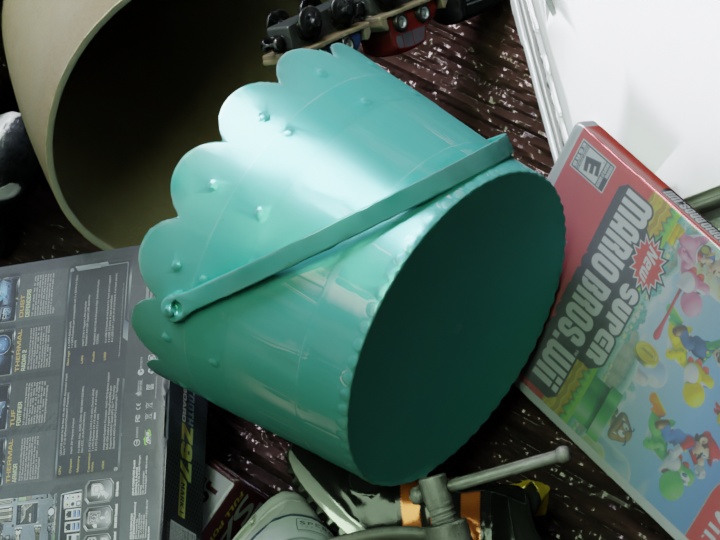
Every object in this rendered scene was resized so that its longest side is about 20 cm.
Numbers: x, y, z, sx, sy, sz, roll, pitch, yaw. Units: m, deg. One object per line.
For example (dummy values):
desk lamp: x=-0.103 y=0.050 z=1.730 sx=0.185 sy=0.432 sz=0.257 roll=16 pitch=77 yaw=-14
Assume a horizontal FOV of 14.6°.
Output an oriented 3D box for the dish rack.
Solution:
dish rack: x=0.169 y=-0.118 z=1.494 sx=0.171 sy=0.044 sz=0.201 roll=-20 pitch=66 yaw=16

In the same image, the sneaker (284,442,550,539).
sneaker: x=0.053 y=0.133 z=1.457 sx=0.200 sy=0.070 sz=0.090 roll=40 pitch=86 yaw=24

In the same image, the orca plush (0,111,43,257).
orca plush: x=-0.241 y=-0.024 z=1.639 sx=0.200 sy=0.071 sz=0.105 roll=-32 pitch=16 yaw=27

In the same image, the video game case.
video game case: x=0.150 y=0.039 z=1.434 sx=0.200 sy=0.017 sz=0.143 roll=44 pitch=122 yaw=29

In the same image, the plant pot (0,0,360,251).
plant pot: x=-0.126 y=-0.132 z=1.577 sx=0.187 sy=0.187 sz=0.200 roll=-46 pitch=42 yaw=3

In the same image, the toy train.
toy train: x=0.016 y=-0.137 z=1.509 sx=0.034 sy=0.200 sz=0.046 roll=-1 pitch=107 yaw=41

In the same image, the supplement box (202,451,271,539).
supplement box: x=-0.155 y=0.116 z=1.557 sx=0.200 sy=0.061 sz=0.109 roll=32 pitch=86 yaw=29

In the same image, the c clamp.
c clamp: x=0.039 y=0.199 z=1.393 sx=0.170 sy=0.027 sz=0.201 roll=-10 pitch=90 yaw=21

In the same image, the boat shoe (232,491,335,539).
boat shoe: x=-0.073 y=0.207 z=1.490 sx=0.200 sy=0.073 sz=0.067 roll=-52 pitch=21 yaw=13

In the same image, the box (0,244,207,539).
box: x=-0.160 y=0.092 z=1.499 sx=0.157 sy=0.051 sz=0.201 roll=-9 pitch=65 yaw=23

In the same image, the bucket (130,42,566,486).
bucket: x=0.000 y=0.000 z=1.425 sx=0.134 sy=0.207 sz=0.208 roll=29 pitch=86 yaw=29
